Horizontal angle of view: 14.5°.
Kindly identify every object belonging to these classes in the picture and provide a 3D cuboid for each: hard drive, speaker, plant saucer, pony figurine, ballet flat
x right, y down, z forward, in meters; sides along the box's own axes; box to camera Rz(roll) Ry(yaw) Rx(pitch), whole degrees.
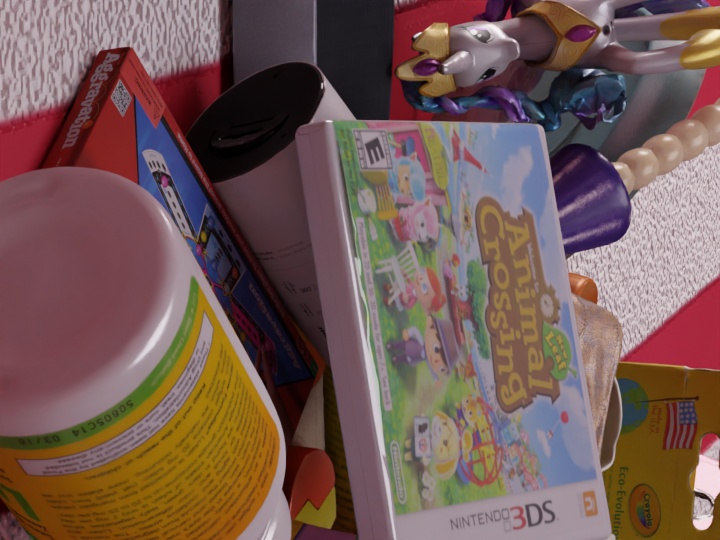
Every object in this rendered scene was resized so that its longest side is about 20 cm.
[{"bbox_3d":[-0.022,-0.128,1.371,0.135,0.042,0.201,-22,114,-68],"label":"hard drive"},{"bbox_3d":[0.000,0.000,1.308,0.200,0.081,0.081,53,40,-31],"label":"speaker"},{"bbox_3d":[0.119,-0.080,1.611,0.027,0.200,0.201,37,49,-22],"label":"plant saucer"},{"bbox_3d":[0.100,-0.137,1.497,0.193,0.199,0.167,-126,-155,-72],"label":"pony figurine"},{"bbox_3d":[0.100,0.110,1.412,0.067,0.068,0.201,4,98,-44],"label":"ballet flat"}]

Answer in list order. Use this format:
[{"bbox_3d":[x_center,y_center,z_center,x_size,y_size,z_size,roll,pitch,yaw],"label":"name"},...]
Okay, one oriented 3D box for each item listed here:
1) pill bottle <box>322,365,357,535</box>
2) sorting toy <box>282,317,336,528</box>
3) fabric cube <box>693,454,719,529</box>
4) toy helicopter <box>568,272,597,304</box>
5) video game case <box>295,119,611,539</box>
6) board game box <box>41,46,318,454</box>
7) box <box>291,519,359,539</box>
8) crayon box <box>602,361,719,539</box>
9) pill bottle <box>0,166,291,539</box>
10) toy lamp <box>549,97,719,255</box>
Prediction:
[{"bbox_3d":[0.035,0.085,1.467,0.109,0.109,0.201,-35,126,-66],"label":"pill bottle"},{"bbox_3d":[-0.050,0.081,1.336,0.200,0.036,0.186,-33,123,-66],"label":"sorting toy"},{"bbox_3d":[0.170,0.244,1.697,0.200,0.195,0.201,-56,158,-52],"label":"fabric cube"},{"bbox_3d":[0.078,0.094,1.670,0.201,0.079,0.132,-65,156,-21],"label":"toy helicopter"},{"bbox_3d":[0.045,0.032,1.273,0.182,0.022,0.201,-3,82,-55],"label":"video game case"},{"bbox_3d":[-0.078,0.013,1.216,0.200,0.019,0.103,61,37,-38],"label":"board game box"},{"bbox_3d":[-0.039,0.243,1.258,0.176,0.096,0.201,-54,146,-44],"label":"box"},{"bbox_3d":[0.113,0.114,1.556,0.051,0.199,0.128,41,56,-66],"label":"crayon box"},{"bbox_3d":[-0.093,0.059,1.101,0.200,0.111,0.111,65,34,-53],"label":"pill bottle"},{"bbox_3d":[0.160,-0.063,1.488,0.200,0.058,0.058,-28,125,-31],"label":"toy lamp"}]
